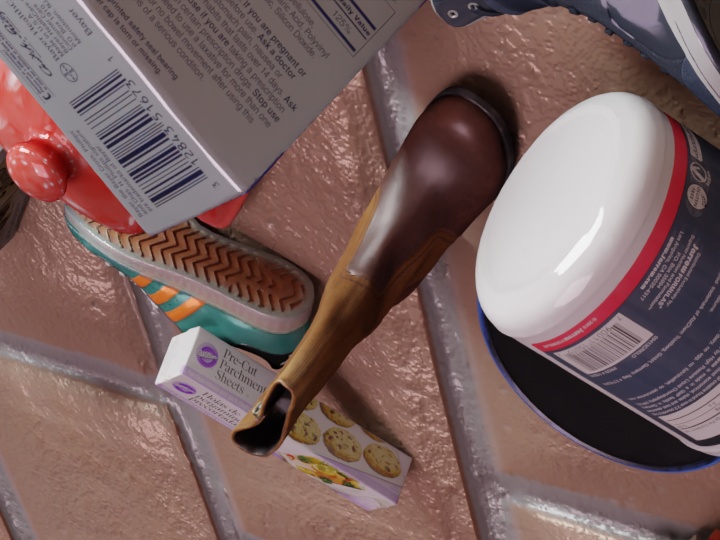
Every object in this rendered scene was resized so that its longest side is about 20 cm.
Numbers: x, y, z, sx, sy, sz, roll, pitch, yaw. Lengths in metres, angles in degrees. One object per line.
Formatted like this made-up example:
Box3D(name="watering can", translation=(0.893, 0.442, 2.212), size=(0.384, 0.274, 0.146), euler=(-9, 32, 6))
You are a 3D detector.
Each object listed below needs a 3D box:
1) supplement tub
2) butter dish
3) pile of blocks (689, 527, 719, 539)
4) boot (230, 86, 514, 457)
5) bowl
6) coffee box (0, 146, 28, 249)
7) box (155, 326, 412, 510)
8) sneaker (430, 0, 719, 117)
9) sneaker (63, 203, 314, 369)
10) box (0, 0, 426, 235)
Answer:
Box3D(name="supplement tub", translation=(0.173, 0.011, 1.084), size=(0.199, 0.141, 0.140), euler=(31, 149, -23))
Box3D(name="butter dish", translation=(-0.167, -0.100, 1.313), size=(0.199, 0.148, 0.200), euler=(39, 144, 4))
Box3D(name="pile of blocks", translation=(0.206, 0.212, 1.349), size=(0.062, 0.082, 0.200), euler=(42, 145, -2))
Box3D(name="boot", translation=(0.000, 0.000, 1.217), size=(0.068, 0.200, 0.188), euler=(41, 144, 0))
Box3D(name="bowl", translation=(0.159, 0.042, 1.253), size=(0.200, 0.039, 0.202), euler=(24, 141, 22))
Box3D(name="coffee box", translation=(-0.296, -0.066, 1.495), size=(0.080, 0.113, 0.200), euler=(38, 143, 4))
Box3D(name="box", translation=(-0.052, 0.107, 1.458), size=(0.199, 0.042, 0.039), euler=(34, 149, -24))
Box3D(name="sneaker", translation=(0.123, -0.140, 1.062), size=(0.146, 0.077, 0.203), euler=(-25, 107, 48))
Box3D(name="sneaker", translation=(-0.126, 0.008, 1.451), size=(0.199, 0.071, 0.080), euler=(29, 138, 15))
Box3D(name="box", translation=(-0.092, -0.156, 1.140), size=(0.184, 0.200, 0.105), euler=(50, 144, -13))
